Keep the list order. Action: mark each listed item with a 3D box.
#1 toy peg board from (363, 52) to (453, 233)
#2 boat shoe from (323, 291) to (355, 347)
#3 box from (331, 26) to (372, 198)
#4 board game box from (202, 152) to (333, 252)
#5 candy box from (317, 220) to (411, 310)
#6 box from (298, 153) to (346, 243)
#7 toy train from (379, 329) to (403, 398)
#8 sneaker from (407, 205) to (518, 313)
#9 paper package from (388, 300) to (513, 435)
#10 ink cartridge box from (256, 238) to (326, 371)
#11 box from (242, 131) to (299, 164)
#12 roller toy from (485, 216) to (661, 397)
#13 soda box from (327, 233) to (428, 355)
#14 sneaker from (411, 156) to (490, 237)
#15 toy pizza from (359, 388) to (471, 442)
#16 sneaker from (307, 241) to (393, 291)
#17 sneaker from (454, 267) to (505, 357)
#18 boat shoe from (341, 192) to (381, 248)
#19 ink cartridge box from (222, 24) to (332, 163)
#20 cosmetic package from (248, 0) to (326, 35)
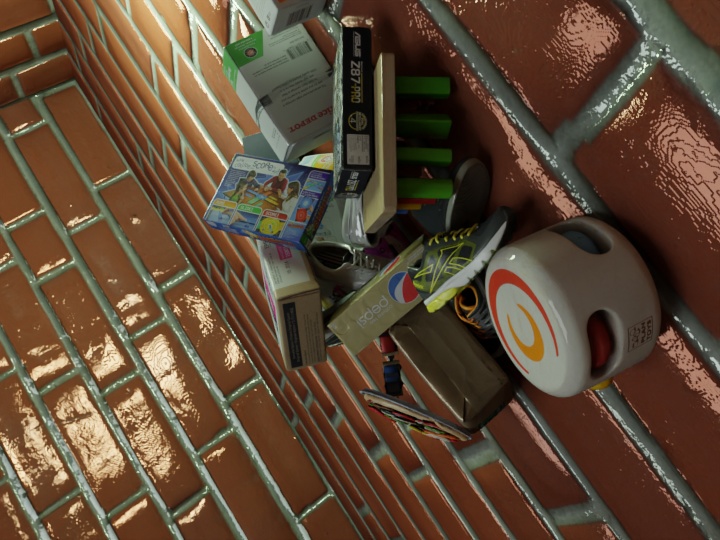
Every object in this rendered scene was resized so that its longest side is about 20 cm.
[{"bbox_3d":[0.062,-0.164,0.949,0.199,0.096,0.203,143,127,-82],"label":"toy peg board"},{"bbox_3d":[-0.049,0.107,1.212,0.063,0.071,0.199,35,133,-29],"label":"boat shoe"},{"bbox_3d":[-0.015,-0.220,0.990,0.161,0.048,0.203,135,134,-78],"label":"box"},{"bbox_3d":[-0.149,-0.116,1.129,0.198,0.137,0.035,15,161,27],"label":"board game box"},{"bbox_3d":[0.017,0.020,1.208,0.199,0.061,0.137,-30,107,37],"label":"candy box"},{"bbox_3d":[-0.054,-0.102,1.265,0.100,0.113,0.202,-1,124,25],"label":"box"},{"bbox_3d":[0.047,0.117,1.140,0.046,0.034,0.203,-60,-37,-88],"label":"toy train"},{"bbox_3d":[0.127,-0.023,0.914,0.085,0.074,0.200,46,129,9],"label":"sneaker"},{"bbox_3d":[0.151,0.157,1.109,0.191,0.103,0.200,51,178,23],"label":"paper package"},{"bbox_3d":[-0.117,0.036,1.144,0.201,0.074,0.166,-114,15,-48],"label":"ink cartridge box"},{"bbox_3d":[-0.161,-0.166,1.387,0.201,0.103,0.184,-111,6,-56],"label":"box"},{"bbox_3d":[0.246,0.041,0.791,0.183,0.138,0.202,111,135,-70],"label":"roller toy"},{"bbox_3d":[0.044,0.037,1.046,0.068,0.200,0.064,46,-163,-8],"label":"soda box"},{"bbox_3d":[0.119,-0.101,0.980,0.106,0.074,0.201,47,156,29],"label":"sneaker"},{"bbox_3d":[0.087,0.245,1.125,0.198,0.032,0.200,23,167,5],"label":"toy pizza"},{"bbox_3d":[0.000,0.000,1.105,0.197,0.074,0.071,9,159,21],"label":"sneaker"},{"bbox_3d":[0.180,0.057,1.042,0.078,0.077,0.202,29,144,48],"label":"sneaker"},{"bbox_3d":[0.017,-0.136,1.109,0.065,0.073,0.203,13,104,46],"label":"boat shoe"},{"bbox_3d":[-0.120,-0.302,1.153,0.201,0.145,0.084,57,159,6],"label":"ink cartridge box"},{"bbox_3d":[-0.143,-0.477,1.049,0.201,0.101,0.071,58,158,3],"label":"cosmetic package"}]
